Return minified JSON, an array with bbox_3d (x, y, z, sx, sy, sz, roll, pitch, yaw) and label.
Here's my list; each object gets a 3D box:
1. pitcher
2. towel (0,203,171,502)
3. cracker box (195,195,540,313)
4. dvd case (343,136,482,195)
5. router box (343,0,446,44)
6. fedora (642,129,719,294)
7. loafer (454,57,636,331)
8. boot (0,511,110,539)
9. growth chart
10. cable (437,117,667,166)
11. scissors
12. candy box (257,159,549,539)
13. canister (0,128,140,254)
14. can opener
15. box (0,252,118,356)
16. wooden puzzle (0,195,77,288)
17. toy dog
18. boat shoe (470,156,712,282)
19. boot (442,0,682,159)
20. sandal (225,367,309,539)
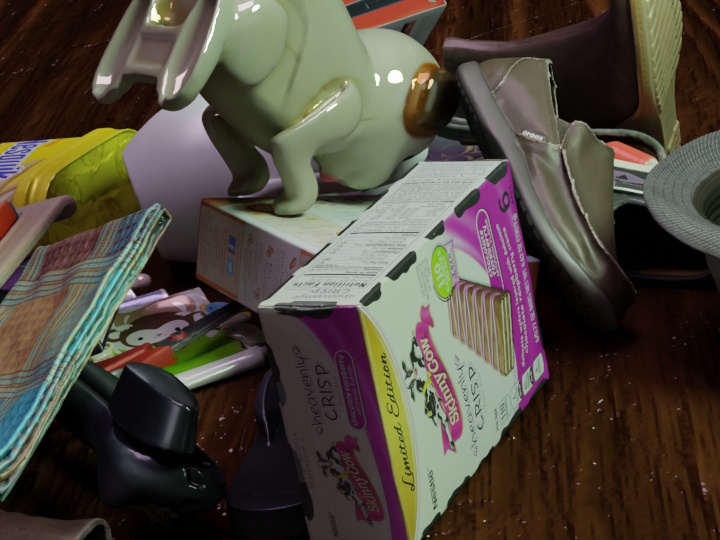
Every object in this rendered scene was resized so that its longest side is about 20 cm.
[{"bbox_3d":[-0.056,-0.073,1.460,0.200,0.121,0.172,-21,21,-1],"label":"pitcher"},{"bbox_3d":[-0.193,0.051,1.194,0.146,0.022,0.200,-16,38,48],"label":"towel"},{"bbox_3d":[0.000,0.000,1.295,0.134,0.058,0.200,-1,13,-28],"label":"cracker box"},{"bbox_3d":[0.047,-0.078,1.586,0.148,0.016,0.200,-8,21,9],"label":"dvd case"},{"bbox_3d":[-0.048,-0.147,1.618,0.179,0.049,0.200,-21,-16,-25],"label":"router box"},{"bbox_3d":[0.258,-0.008,1.171,0.200,0.091,0.177,11,31,34],"label":"fedora"},{"bbox_3d":[0.121,-0.056,1.264,0.071,0.073,0.200,-24,62,-1],"label":"loafer"},{"bbox_3d":[-0.236,0.157,1.008,0.166,0.073,0.200,1,21,32],"label":"boot"},{"bbox_3d":[-0.142,0.045,1.360,0.144,0.018,0.200,-23,25,-27],"label":"growth chart"},{"bbox_3d":[0.126,-0.089,1.416,0.097,0.050,0.200,-42,63,-16],"label":"cable"},{"bbox_3d":[-0.116,0.050,1.298,0.200,0.014,0.073,-22,20,-30],"label":"scissors"},{"bbox_3d":[0.029,0.039,1.107,0.061,0.137,0.200,-1,23,28],"label":"candy box"},{"bbox_3d":[-0.271,-0.045,1.576,0.200,0.087,0.149,-2,22,28],"label":"canister"},{"bbox_3d":[-0.127,0.083,1.152,0.063,0.079,0.200,22,1,-29],"label":"can opener"},{"bbox_3d":[-0.246,0.040,1.348,0.200,0.036,0.143,-21,21,12],"label":"box"},{"bbox_3d":[-0.301,0.009,1.379,0.185,0.037,0.200,-13,22,27],"label":"wooden puzzle"},{"bbox_3d":[-0.038,-0.128,1.327,0.139,0.200,0.194,-2,63,55],"label":"toy dog"},{"bbox_3d":[0.138,-0.030,1.315,0.199,0.072,0.068,6,35,17],"label":"boat shoe"},{"bbox_3d":[0.132,-0.140,1.449,0.166,0.200,0.072,11,52,19],"label":"boot"},{"bbox_3d":[-0.028,0.081,1.160,0.076,0.043,0.200,-9,20,8],"label":"sandal"}]
